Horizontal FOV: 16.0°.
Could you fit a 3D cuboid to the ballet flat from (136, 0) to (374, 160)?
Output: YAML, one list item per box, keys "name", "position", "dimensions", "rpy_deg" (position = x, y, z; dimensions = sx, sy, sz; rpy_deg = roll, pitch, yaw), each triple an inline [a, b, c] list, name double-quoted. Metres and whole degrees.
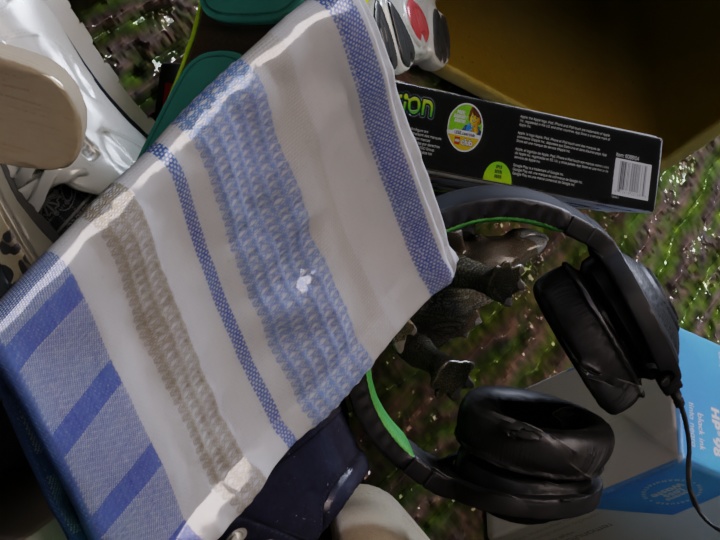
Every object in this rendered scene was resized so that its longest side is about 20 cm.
- name: "ballet flat"
  position: [-0.031, -0.076, 0.944]
  dimensions: [0.067, 0.067, 0.200]
  rpy_deg: [34, 73, -47]

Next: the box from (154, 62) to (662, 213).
- name: "box"
  position: [0.023, -0.056, 1.097]
  dimensions: [0.200, 0.110, 0.035]
  rpy_deg: [8, 89, -43]

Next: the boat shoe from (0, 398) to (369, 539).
- name: "boat shoe"
  position: [-0.067, 0.088, 0.956]
  dimensions: [0.200, 0.075, 0.093]
  rpy_deg: [-41, 114, -41]

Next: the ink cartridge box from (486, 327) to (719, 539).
- name: "ink cartridge box"
  position: [0.165, 0.100, 1.165]
  dimensions: [0.200, 0.116, 0.067]
  rpy_deg: [23, 53, -38]

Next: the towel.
- name: "towel"
  position: [-0.042, 0.010, 0.891]
  dimensions: [0.200, 0.024, 0.147]
  rpy_deg: [-47, 136, -30]

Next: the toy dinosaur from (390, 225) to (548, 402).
- name: "toy dinosaur"
  position: [0.000, 0.000, 1.075]
  dimensions: [0.200, 0.102, 0.077]
  rpy_deg: [13, 96, -34]

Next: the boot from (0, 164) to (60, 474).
- name: "boot"
  position: [-0.186, 0.003, 0.873]
  dimensions: [0.204, 0.073, 0.154]
  rpy_deg: [51, 46, -3]

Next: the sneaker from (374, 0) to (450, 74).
- name: "sneaker"
  position: [-0.020, -0.105, 1.076]
  dimensions: [0.200, 0.083, 0.081]
  rpy_deg: [13, 61, -75]

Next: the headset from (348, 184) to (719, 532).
- name: "headset"
  position: [0.087, 0.052, 1.010]
  dimensions: [0.200, 0.124, 0.094]
  rpy_deg: [31, 9, -14]

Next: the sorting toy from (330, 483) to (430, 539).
- name: "sorting toy"
  position: [0.070, 0.179, 1.010]
  dimensions: [0.200, 0.036, 0.185]
  rpy_deg: [46, 9, -16]

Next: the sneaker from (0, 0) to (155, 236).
- name: "sneaker"
  position: [-0.126, -0.053, 0.950]
  dimensions: [0.200, 0.076, 0.081]
  rpy_deg: [41, 21, -22]

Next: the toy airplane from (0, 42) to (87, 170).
- name: "toy airplane"
  position: [-0.215, -0.068, 0.796]
  dimensions: [0.200, 0.199, 0.141]
  rpy_deg: [56, 2, -5]

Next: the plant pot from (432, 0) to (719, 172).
- name: "plant pot"
  position: [0.128, -0.200, 1.256]
  dimensions: [0.194, 0.195, 0.200]
  rpy_deg: [25, 42, -37]
